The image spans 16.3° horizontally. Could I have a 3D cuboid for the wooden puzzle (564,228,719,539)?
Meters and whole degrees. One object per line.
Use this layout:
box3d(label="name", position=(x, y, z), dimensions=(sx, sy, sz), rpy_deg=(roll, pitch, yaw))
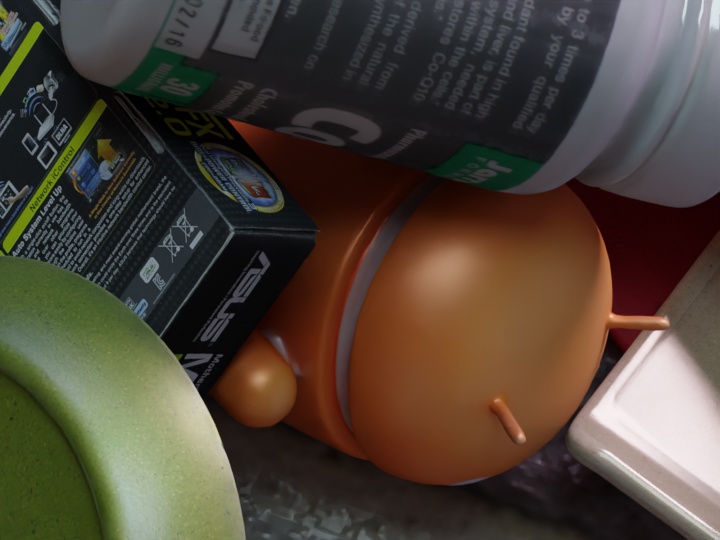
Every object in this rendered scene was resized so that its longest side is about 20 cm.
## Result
box3d(label="wooden puzzle", position=(0.189, 0.054, 0.869), dimensions=(0.185, 0.037, 0.200), rpy_deg=(36, 55, 8))

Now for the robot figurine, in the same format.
box3d(label="robot figurine", position=(-0.001, 0.001, 0.844), dimensions=(0.200, 0.144, 0.117), rpy_deg=(25, 89, 34))

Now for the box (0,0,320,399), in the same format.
box3d(label="box", position=(-0.122, 0.007, 0.810), dimensions=(0.044, 0.200, 0.160), rpy_deg=(2, 40, -52))

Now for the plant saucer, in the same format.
box3d(label="plant saucer", position=(-0.122, 0.095, 0.755), dimensions=(0.200, 0.200, 0.031), rpy_deg=(47, 22, 26))

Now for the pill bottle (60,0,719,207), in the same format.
box3d(label="pill bottle", position=(0.021, -0.087, 0.751), dimensions=(0.200, 0.113, 0.113), rpy_deg=(14, 52, -19))

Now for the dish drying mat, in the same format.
box3d(label="dish drying mat", position=(0.105, -0.013, 0.934), dimensions=(0.077, 0.018, 0.200), rpy_deg=(-25, 59, -19))
